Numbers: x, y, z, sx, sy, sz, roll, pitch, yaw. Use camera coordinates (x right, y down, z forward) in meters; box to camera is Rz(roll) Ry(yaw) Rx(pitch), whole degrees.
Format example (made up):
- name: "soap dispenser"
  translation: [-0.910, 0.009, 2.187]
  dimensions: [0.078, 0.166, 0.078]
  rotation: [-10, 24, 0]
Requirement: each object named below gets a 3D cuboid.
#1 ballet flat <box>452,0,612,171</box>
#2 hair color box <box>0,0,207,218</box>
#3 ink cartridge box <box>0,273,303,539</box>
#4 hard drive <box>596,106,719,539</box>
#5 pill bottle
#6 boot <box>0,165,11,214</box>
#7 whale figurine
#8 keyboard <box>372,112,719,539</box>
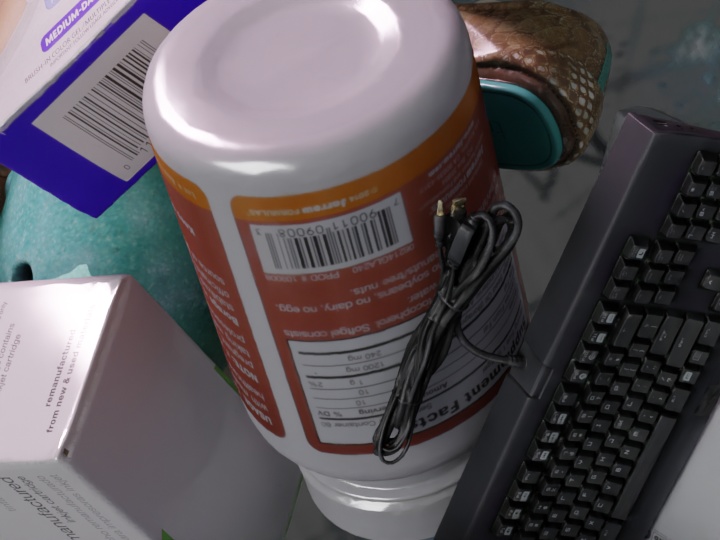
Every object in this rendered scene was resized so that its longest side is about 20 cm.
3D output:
- name: "ballet flat"
  translation: [0.009, -0.077, 0.857]
  dimensions: [0.199, 0.065, 0.071]
  rotation: [12, 136, 32]
- name: "hair color box"
  translation: [-0.101, -0.131, 0.877]
  dimensions: [0.109, 0.065, 0.201]
  rotation: [-40, 39, 22]
- name: "ink cartridge box"
  translation: [-0.146, 0.077, 0.900]
  dimensions: [0.199, 0.146, 0.084]
  rotation: [-4, 55, 31]
- name: "hard drive"
  translation: [0.121, 0.059, 0.806]
  dimensions: [0.132, 0.027, 0.201]
  rotation: [31, 118, 35]
- name: "pill bottle"
  translation: [0.000, 0.000, 0.797]
  dimensions: [0.112, 0.112, 0.201]
  rotation: [27, 147, 37]
- name: "boot"
  translation: [-0.197, 0.003, 0.991]
  dimensions: [0.073, 0.200, 0.156]
  rotation: [13, 115, 14]
- name: "whale figurine"
  translation: [-0.107, -0.039, 0.946]
  dimensions: [0.159, 0.103, 0.201]
  rotation: [-1, 97, 43]
- name: "keyboard"
  translation: [0.066, 0.036, 0.756]
  dimensions: [0.021, 0.126, 0.201]
  rotation: [-110, 35, -54]
